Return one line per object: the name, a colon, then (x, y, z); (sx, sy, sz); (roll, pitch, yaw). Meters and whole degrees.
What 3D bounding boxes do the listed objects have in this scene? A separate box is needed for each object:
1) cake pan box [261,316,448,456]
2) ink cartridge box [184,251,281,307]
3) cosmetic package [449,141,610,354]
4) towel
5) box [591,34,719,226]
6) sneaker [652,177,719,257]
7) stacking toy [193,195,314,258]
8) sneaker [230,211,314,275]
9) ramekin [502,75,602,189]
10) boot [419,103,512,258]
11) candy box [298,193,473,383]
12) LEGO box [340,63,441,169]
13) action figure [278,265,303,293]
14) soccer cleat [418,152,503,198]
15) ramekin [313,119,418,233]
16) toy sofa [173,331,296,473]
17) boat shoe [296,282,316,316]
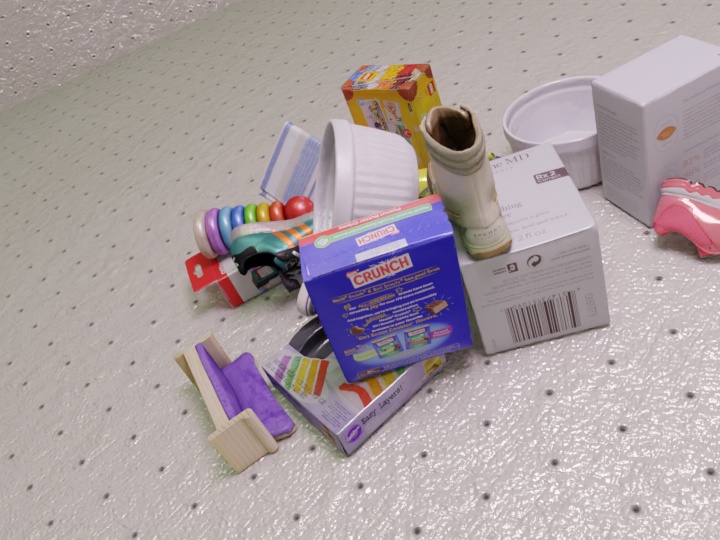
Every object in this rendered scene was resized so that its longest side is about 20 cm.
cake pan box: (-0.013, 0.126, 0.884); (0.184, 0.052, 0.200); (-36, 38, -19)
ink cartridge box: (-0.195, -0.015, 1.132); (0.200, 0.067, 0.116); (-29, 37, -6)
cosmetic package: (0.209, -0.031, 0.855); (0.165, 0.165, 0.200); (-17, 38, 10)
towel: (-0.078, -0.146, 1.112); (0.200, 0.147, 0.024); (34, 27, 17)
box: (0.423, -0.191, 0.901); (0.152, 0.200, 0.106); (-27, 38, -5)
sneaker: (0.474, -0.049, 0.830); (0.200, 0.074, 0.087); (26, 100, 31)
stacking toy: (-0.171, -0.078, 1.085); (0.200, 0.085, 0.085); (-11, 39, 7)
sneaker: (-0.098, -0.036, 1.002); (0.200, 0.071, 0.080); (-10, 63, 0)
ramekin: (0.340, -0.219, 1.056); (0.200, 0.105, 0.200); (-15, 39, 13)
boot: (0.109, -0.126, 0.759); (0.072, 0.155, 0.200); (-23, 38, 4)
candy box: (0.035, 0.028, 0.765); (0.169, 0.200, 0.077); (-17, 46, 1)
LEGO box: (0.073, -0.261, 1.172); (0.149, 0.200, 0.077); (13, 51, 37)
action figure: (-0.027, -0.017, 1.046); (0.200, 0.069, 0.130); (-16, 35, 7)
soccer cleat: (0.159, -0.141, 0.939); (0.200, 0.084, 0.065); (-1, 51, 3)
ramekin: (0.003, -0.089, 0.843); (0.105, 0.200, 0.200); (4, 37, -11)
toy sofa: (-0.176, 0.167, 0.895); (0.098, 0.083, 0.200); (-33, 38, -10)
boat shoe: (0.000, 0.000, 0.939); (0.093, 0.075, 0.200); (26, 63, 26)
